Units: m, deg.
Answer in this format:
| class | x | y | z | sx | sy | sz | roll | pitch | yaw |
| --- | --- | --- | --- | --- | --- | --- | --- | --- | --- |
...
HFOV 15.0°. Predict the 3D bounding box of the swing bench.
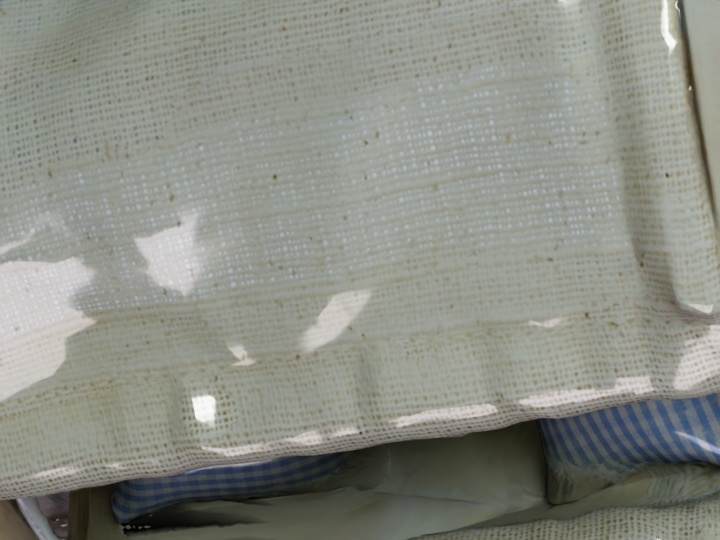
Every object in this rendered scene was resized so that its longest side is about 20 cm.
| class | x | y | z | sx | sy | sz | roll | pitch | yaw |
| --- | --- | --- | --- | --- | --- | --- | --- | --- | --- |
| swing bench | 0.000 | 0.000 | 0.550 | 0.197 | 0.131 | 0.200 | -9 | 155 | 16 |
